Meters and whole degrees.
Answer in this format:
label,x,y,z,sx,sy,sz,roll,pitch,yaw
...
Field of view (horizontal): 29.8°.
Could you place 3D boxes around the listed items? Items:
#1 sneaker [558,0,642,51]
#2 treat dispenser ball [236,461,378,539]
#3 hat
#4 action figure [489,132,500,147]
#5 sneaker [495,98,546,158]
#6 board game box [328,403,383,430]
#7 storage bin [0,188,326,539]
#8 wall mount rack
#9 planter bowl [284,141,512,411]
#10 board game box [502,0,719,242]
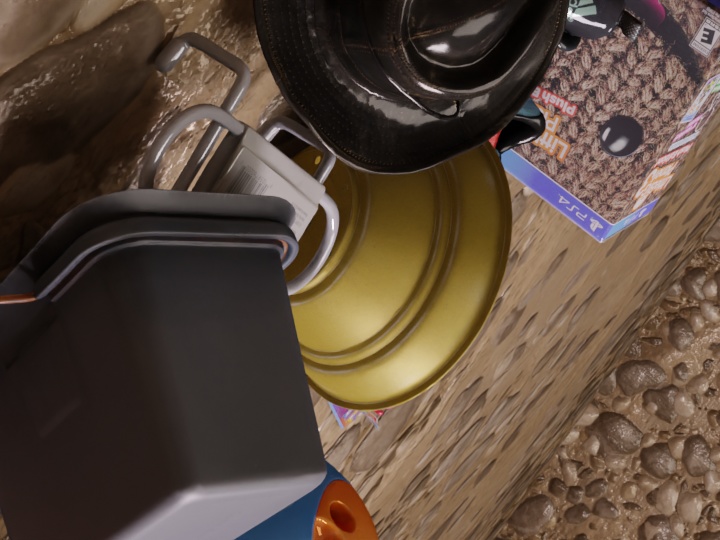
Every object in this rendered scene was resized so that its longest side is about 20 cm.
label,x,y,z,sx,sy,sz,roll,pitch,yaw
sneaker,0.104,-0.175,0.808,0.200,0.140,0.078,-29,152,-52
treat dispenser ball,-0.082,0.234,1.060,0.201,0.201,0.201,-45,162,-19
hat,0.050,-0.142,0.693,0.200,0.081,0.201,-6,102,-30
action figure,0.026,-0.019,0.911,0.099,0.065,0.200,-3,117,-35
sneaker,0.058,-0.078,0.975,0.200,0.090,0.078,-42,160,-22
board game box,0.038,0.096,1.355,0.158,0.039,0.200,-48,163,-11
storage bin,-0.112,0.069,0.640,0.145,0.135,0.200,1,151,-42
wall mount rack,-0.095,-0.021,0.708,0.174,0.074,0.200,-58,154,-2
planter bowl,-0.008,-0.020,0.842,0.083,0.200,0.201,23,107,-42
board game box,0.190,-0.154,1.039,0.097,0.159,0.200,-26,149,-52
